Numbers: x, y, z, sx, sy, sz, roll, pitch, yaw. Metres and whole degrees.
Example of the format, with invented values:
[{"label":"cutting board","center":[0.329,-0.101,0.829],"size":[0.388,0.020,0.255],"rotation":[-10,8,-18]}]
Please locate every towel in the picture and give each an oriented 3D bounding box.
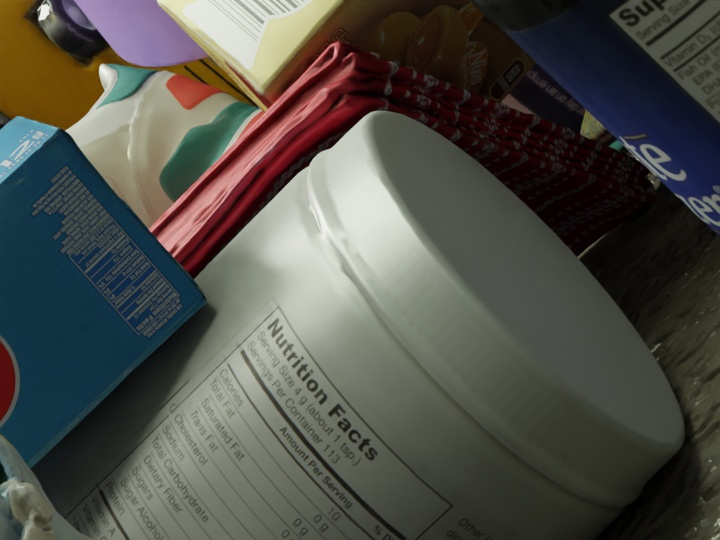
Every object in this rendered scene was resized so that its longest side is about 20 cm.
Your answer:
[{"label":"towel","center":[0.000,0.000,0.875],"size":[0.145,0.023,0.200],"rotation":[-43,-28,20]}]

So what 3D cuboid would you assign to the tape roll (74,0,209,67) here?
[{"label":"tape roll","center":[-0.033,-0.168,0.968],"size":[0.199,0.085,0.200],"rotation":[-31,26,17]}]

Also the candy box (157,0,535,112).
[{"label":"candy box","center":[0.040,-0.120,0.851],"size":[0.200,0.055,0.115],"rotation":[-48,-27,0]}]

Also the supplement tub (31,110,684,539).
[{"label":"supplement tub","center":[-0.021,0.068,0.784],"size":[0.200,0.132,0.132],"rotation":[-45,15,15]}]

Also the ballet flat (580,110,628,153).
[{"label":"ballet flat","center":[0.130,-0.099,0.887],"size":[0.200,0.071,0.071],"rotation":[-29,24,52]}]

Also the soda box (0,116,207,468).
[{"label":"soda box","center":[-0.139,0.049,0.743],"size":[0.200,0.064,0.068],"rotation":[-43,16,-8]}]

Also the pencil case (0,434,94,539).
[{"label":"pencil case","center":[-0.039,0.118,0.573],"size":[0.091,0.200,0.083],"rotation":[-45,8,16]}]

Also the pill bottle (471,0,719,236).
[{"label":"pill bottle","center":[0.094,-0.079,0.679],"size":[0.112,0.200,0.112],"rotation":[-44,15,15]}]

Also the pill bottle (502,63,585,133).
[{"label":"pill bottle","center":[0.065,-0.112,1.011],"size":[0.200,0.120,0.120],"rotation":[-44,15,18]}]

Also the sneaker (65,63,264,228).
[{"label":"sneaker","center":[-0.103,0.012,0.909],"size":[0.200,0.093,0.071],"rotation":[-53,-25,-24]}]

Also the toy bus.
[{"label":"toy bus","center":[-0.066,-0.046,1.058],"size":[0.065,0.200,0.078],"rotation":[-44,15,29]}]
